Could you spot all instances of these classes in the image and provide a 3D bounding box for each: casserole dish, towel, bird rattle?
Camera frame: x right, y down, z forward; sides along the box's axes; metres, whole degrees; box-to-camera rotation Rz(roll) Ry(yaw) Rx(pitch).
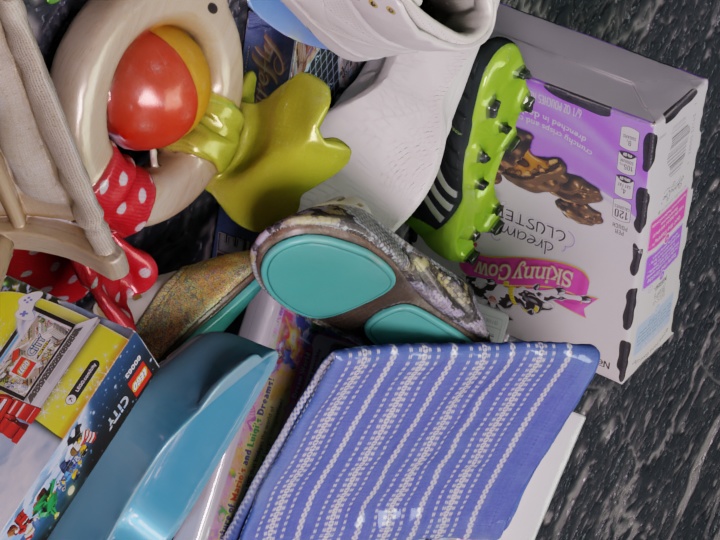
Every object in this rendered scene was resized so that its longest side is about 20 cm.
[{"bbox_3d":[-0.110,0.103,1.259,0.121,0.039,0.200,-40,166,-50],"label":"casserole dish"},{"bbox_3d":[0.033,0.098,1.367,0.200,0.024,0.145,0,129,-41],"label":"towel"},{"bbox_3d":[-0.113,-0.069,1.261,0.200,0.113,0.163,-28,123,-35],"label":"bird rattle"}]

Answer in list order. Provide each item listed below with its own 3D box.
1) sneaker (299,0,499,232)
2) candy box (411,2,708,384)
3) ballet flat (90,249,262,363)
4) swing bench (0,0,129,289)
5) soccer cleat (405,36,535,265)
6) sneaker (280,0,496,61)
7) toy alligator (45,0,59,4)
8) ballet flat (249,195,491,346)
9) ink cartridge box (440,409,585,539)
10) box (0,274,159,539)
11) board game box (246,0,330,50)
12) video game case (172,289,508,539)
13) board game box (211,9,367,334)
[{"bbox_3d":[0.022,-0.091,1.421,0.200,0.075,0.088,-60,179,-1],"label":"sneaker"},{"bbox_3d":[0.121,-0.050,1.599,0.072,0.168,0.200,-40,143,-43],"label":"candy box"},{"bbox_3d":[-0.128,0.052,1.299,0.200,0.071,0.071,-51,152,-7],"label":"ballet flat"},{"bbox_3d":[-0.213,-0.012,1.040,0.200,0.130,0.199,-58,153,-30],"label":"swing bench"},{"bbox_3d":[0.052,-0.077,1.516,0.068,0.081,0.200,-48,163,-29],"label":"soccer cleat"},{"bbox_3d":[-0.019,-0.169,1.222,0.200,0.116,0.074,32,74,-35],"label":"sneaker"},{"bbox_3d":[-0.137,-0.217,1.107,0.054,0.059,0.200,6,110,-21],"label":"toy alligator"},{"bbox_3d":[0.000,0.000,1.323,0.200,0.072,0.072,36,78,-51],"label":"ballet flat"},{"bbox_3d":[0.023,0.147,1.541,0.145,0.145,0.200,-157,-90,-81],"label":"ink cartridge box"},{"bbox_3d":[-0.201,0.091,1.129,0.200,0.137,0.038,-57,151,-20],"label":"box"},{"bbox_3d":[-0.017,-0.216,1.320,0.158,0.039,0.200,-21,111,-35],"label":"board game box"},{"bbox_3d":[-0.011,0.097,1.401,0.182,0.024,0.200,18,89,-43],"label":"video game case"},{"bbox_3d":[-0.028,-0.066,1.453,0.135,0.035,0.200,-27,133,-54],"label":"board game box"}]
